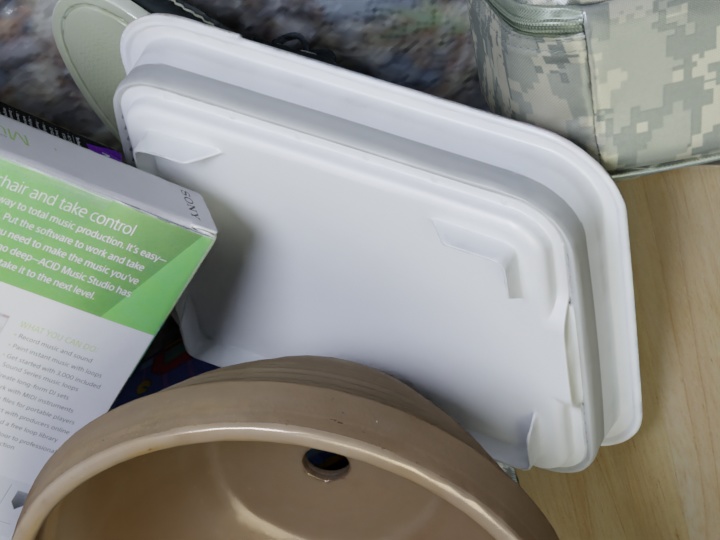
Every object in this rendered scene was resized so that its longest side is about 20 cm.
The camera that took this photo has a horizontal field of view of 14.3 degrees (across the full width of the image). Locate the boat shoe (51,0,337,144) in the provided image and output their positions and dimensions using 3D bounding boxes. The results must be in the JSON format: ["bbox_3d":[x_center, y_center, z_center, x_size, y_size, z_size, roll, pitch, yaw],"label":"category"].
[{"bbox_3d":[-0.024,-0.053,1.080,0.199,0.066,0.075,36,146,-6],"label":"boat shoe"}]

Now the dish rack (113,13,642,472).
[{"bbox_3d":[0.000,0.000,1.025,0.200,0.044,0.172,18,144,23],"label":"dish rack"}]

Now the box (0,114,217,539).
[{"bbox_3d":[-0.159,0.034,0.988,0.144,0.036,0.200,22,115,-28],"label":"box"}]

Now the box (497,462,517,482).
[{"bbox_3d":[0.116,0.078,1.195,0.158,0.050,0.200,18,129,8],"label":"box"}]

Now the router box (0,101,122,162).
[{"bbox_3d":[-0.193,0.020,1.023,0.149,0.051,0.200,23,114,-25],"label":"router box"}]

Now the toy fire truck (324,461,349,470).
[{"bbox_3d":[-0.070,0.172,1.162,0.200,0.129,0.176,-3,150,2],"label":"toy fire truck"}]

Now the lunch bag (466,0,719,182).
[{"bbox_3d":[0.131,-0.139,0.997,0.200,0.139,0.168,-11,113,-4],"label":"lunch bag"}]

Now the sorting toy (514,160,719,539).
[{"bbox_3d":[0.152,0.028,1.062,0.199,0.070,0.200,2,124,26],"label":"sorting toy"}]

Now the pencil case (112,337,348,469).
[{"bbox_3d":[-0.050,0.064,1.167,0.200,0.078,0.087,-31,101,14],"label":"pencil case"}]

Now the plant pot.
[{"bbox_3d":[-0.018,0.097,1.017,0.201,0.093,0.201,7,132,8],"label":"plant pot"}]
